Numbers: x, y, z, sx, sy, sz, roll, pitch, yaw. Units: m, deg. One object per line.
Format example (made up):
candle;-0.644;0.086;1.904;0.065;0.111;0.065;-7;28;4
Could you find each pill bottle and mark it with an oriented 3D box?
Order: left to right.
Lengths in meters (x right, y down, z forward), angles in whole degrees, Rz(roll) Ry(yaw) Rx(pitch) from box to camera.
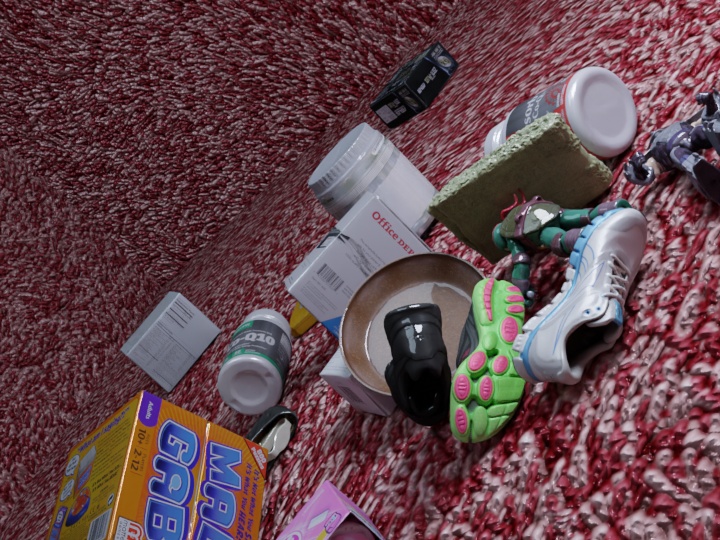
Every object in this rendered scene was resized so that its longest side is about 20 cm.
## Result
pill bottle;-0.178;0.154;1.673;0.113;0.113;0.201;-42;15;18
pill bottle;0.259;-0.180;1.272;0.116;0.116;0.199;-54;15;-27

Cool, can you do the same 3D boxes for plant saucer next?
plant saucer;0.071;0.070;1.161;0.197;0.037;0.203;-11;53;15

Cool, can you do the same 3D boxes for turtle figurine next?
turtle figurine;0.208;-0.032;1.080;0.150;0.101;0.199;-53;21;-22

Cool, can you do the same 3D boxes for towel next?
towel;0.192;-0.096;1.164;0.199;0.148;0.037;-35;38;25

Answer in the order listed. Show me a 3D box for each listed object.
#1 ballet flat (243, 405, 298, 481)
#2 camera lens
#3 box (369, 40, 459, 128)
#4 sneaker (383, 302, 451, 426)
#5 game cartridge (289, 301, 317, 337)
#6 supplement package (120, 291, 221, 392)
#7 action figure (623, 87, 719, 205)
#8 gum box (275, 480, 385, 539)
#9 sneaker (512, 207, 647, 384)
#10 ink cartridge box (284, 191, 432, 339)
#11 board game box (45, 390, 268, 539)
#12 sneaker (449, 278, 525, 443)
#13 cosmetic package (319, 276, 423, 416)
ballet flat;-0.155;0.275;1.389;0.068;0.068;0.201;-13;37;51
camera lens;0.028;-0.129;1.638;0.160;0.200;0.160;-42;15;14
box;0.136;-0.473;2.461;0.165;0.086;0.199;-54;16;-24
sneaker;0.062;0.121;0.996;0.075;0.201;0.092;-13;54;4
game cartridge;-0.063;0.025;1.841;0.176;0.032;0.201;-42;14;22
supplement package;-0.485;0.178;2.438;0.201;0.147;0.191;-50;15;-12
action figure;0.342;-0.131;1.000;0.131;0.069;0.200;-51;11;8
gum box;-0.065;0.326;0.979;0.201;0.066;0.113;-50;13;-6
sneaker;0.231;0.029;0.918;0.202;0.075;0.086;-57;24;-10
ink cartridge box;0.000;0.000;1.493;0.200;0.144;0.084;-46;14;1
board game box;-0.261;0.314;1.215;0.199;0.198;0.202;-36;36;37
sneaker;0.136;0.102;1.012;0.085;0.075;0.202;97;-169;-49
cosmetic package;0.047;0.085;1.266;0.201;0.081;0.113;-51;15;-17
